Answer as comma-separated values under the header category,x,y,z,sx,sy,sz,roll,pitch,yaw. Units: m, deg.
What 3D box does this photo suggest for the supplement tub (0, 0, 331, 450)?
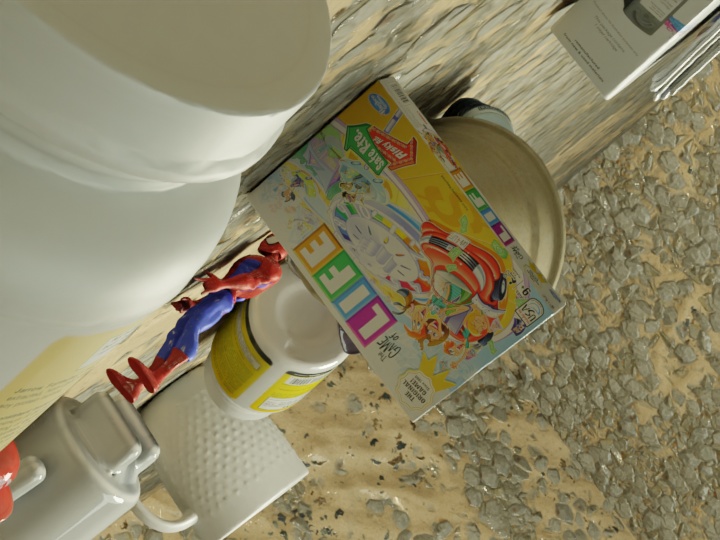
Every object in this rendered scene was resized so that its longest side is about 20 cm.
category,x,y,z,sx,sy,sz,roll,pitch,yaw
supplement tub,-0.116,-0.023,0.391,0.200,0.146,0.145,-40,175,28

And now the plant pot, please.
category,x,y,z,sx,sy,sz,roll,pitch,yaw
plant pot,0.040,-0.029,1.411,0.200,0.201,0.183,-39,164,21

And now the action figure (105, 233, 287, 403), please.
category,x,y,z,sx,sy,sz,roll,pitch,yaw
action figure,-0.124,0.029,1.454,0.200,0.052,0.065,-40,-176,-37

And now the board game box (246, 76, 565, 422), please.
category,x,y,z,sx,sy,sz,roll,pitch,yaw
board game box,0.030,-0.014,1.243,0.134,0.201,0.034,-39,175,23

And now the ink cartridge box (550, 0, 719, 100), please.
category,x,y,z,sx,sy,sz,roll,pitch,yaw
ink cartridge box,0.275,-0.251,1.493,0.147,0.086,0.200,-35,174,-48

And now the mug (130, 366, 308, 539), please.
category,x,y,z,sx,sy,sz,roll,pitch,yaw
mug,-0.187,0.220,2.047,0.199,0.176,0.148,-34,174,-31

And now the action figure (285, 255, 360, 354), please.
category,x,y,z,sx,sy,sz,roll,pitch,yaw
action figure,0.000,0.000,1.660,0.129,0.070,0.200,-15,-155,-4

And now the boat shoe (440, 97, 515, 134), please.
category,x,y,z,sx,sy,sz,roll,pitch,yaw
boat shoe,0.080,-0.052,1.555,0.091,0.070,0.202,-119,-131,-74

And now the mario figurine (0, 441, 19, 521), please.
category,x,y,z,sx,sy,sz,roll,pitch,yaw
mario figurine,-0.290,0.168,1.154,0.199,0.106,0.124,-32,-146,33

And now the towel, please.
category,x,y,z,sx,sy,sz,roll,pitch,yaw
towel,0.330,-0.226,1.527,0.147,0.024,0.200,-44,179,39

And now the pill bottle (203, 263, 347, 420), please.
category,x,y,z,sx,sy,sz,roll,pitch,yaw
pill bottle,-0.087,0.078,1.797,0.114,0.115,0.200,-34,175,-31

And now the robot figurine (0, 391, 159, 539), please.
category,x,y,z,sx,sy,sz,roll,pitch,yaw
robot figurine,-0.266,0.186,1.496,0.199,0.113,0.170,-38,160,7
